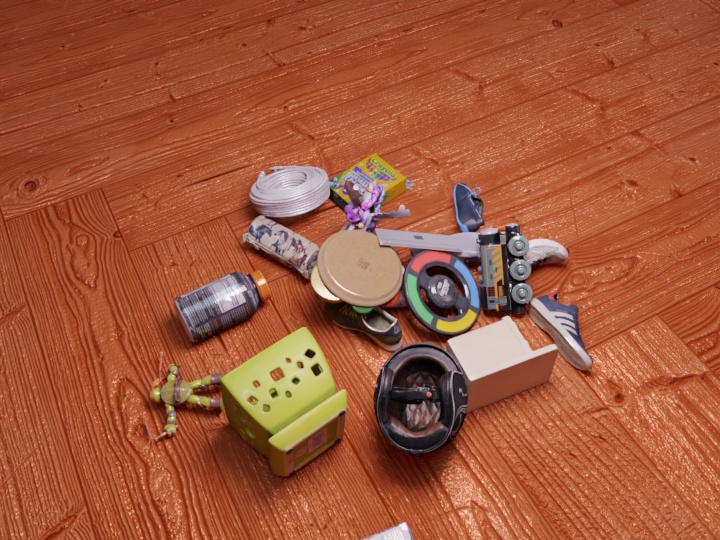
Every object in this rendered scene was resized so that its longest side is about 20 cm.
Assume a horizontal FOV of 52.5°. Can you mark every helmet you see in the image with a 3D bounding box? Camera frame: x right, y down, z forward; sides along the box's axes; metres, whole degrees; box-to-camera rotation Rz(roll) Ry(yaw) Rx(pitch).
[{"bbox_3d":[0.116,0.245,1.403,0.199,0.201,0.191,10,8,9],"label":"helmet"}]

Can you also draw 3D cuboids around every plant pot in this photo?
[{"bbox_3d":[-0.134,0.262,1.397,0.199,0.200,0.182,-31,63,-22],"label":"plant pot"}]

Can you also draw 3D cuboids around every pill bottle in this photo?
[{"bbox_3d":[-0.299,0.071,1.606,0.199,0.106,0.106,-25,55,-18],"label":"pill bottle"}]

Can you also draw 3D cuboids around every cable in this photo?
[{"bbox_3d":[-0.174,-0.194,1.795,0.199,0.069,0.200,-1,30,19],"label":"cable"}]

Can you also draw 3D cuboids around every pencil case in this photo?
[{"bbox_3d":[-0.178,-0.052,1.719,0.200,0.078,0.089,29,57,23],"label":"pencil case"}]

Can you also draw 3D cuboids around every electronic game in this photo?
[{"bbox_3d":[0.180,0.047,1.606,0.199,0.042,0.201,11,64,-24],"label":"electronic game"}]

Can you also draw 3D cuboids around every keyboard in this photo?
[{"bbox_3d":[0.131,-0.068,1.633,0.199,0.011,0.056,5,34,-19],"label":"keyboard"}]

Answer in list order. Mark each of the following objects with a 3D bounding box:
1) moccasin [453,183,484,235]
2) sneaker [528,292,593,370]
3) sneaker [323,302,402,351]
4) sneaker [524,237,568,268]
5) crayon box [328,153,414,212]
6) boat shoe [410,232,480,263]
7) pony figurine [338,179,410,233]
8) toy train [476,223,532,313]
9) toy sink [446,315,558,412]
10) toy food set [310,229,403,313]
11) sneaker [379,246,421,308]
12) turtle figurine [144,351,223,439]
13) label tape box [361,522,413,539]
[{"bbox_3d":[0.270,-0.149,1.774,0.068,0.081,0.200,-17,37,15],"label":"moccasin"},{"bbox_3d":[0.449,0.122,1.568,0.084,0.075,0.200,-25,54,-12],"label":"sneaker"},{"bbox_3d":[0.006,0.096,1.589,0.200,0.090,0.067,27,58,22],"label":"sneaker"},{"bbox_3d":[0.380,-0.019,1.691,0.199,0.078,0.082,-8,55,7],"label":"sneaker"},{"bbox_3d":[0.025,-0.221,1.868,0.200,0.052,0.126,-34,58,-24],"label":"crayon box"},{"bbox_3d":[0.217,-0.038,1.696,0.199,0.066,0.070,-7,44,10],"label":"boat shoe"},{"bbox_3d":[0.004,-0.125,1.692,0.166,0.193,0.201,31,87,-12],"label":"pony figurine"},{"bbox_3d":[0.316,-0.002,1.611,0.113,0.201,0.085,-5,8,8],"label":"toy train"},{"bbox_3d":[0.281,0.182,1.490,0.199,0.131,0.112,-18,53,-12],"label":"toy sink"},{"bbox_3d":[0.000,0.000,1.572,0.197,0.049,0.201,20,54,-6],"label":"toy food set"},{"bbox_3d":[0.087,0.005,1.674,0.114,0.075,0.201,6,56,4],"label":"sneaker"},{"bbox_3d":[-0.362,0.242,1.496,0.160,0.065,0.201,-4,51,-2],"label":"turtle figurine"},{"bbox_3d":[0.016,0.542,1.249,0.199,0.066,0.144,-17,53,-14],"label":"label tape box"}]
